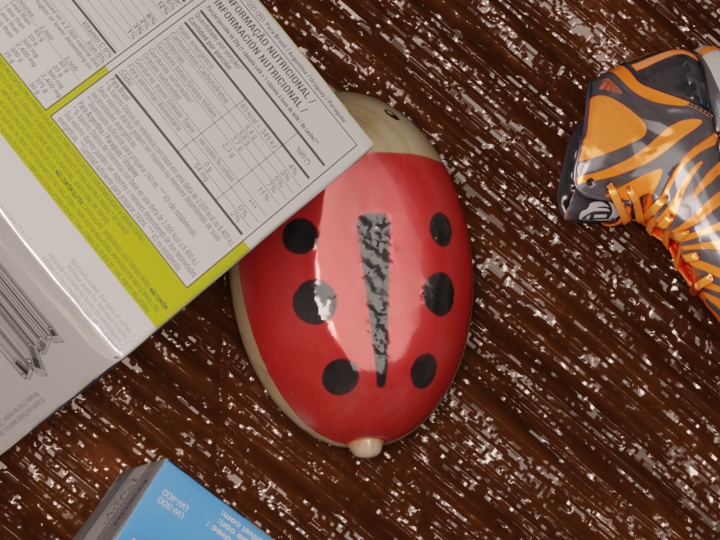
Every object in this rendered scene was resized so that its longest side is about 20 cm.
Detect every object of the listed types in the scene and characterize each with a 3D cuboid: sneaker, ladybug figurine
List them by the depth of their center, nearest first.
[{"bbox_3d":[0.000,0.000,1.527,0.136,0.072,0.200,-6,85,-15],"label":"ladybug figurine"},{"bbox_3d":[0.170,-0.021,1.580,0.112,0.078,0.200,-13,76,-11],"label":"sneaker"}]

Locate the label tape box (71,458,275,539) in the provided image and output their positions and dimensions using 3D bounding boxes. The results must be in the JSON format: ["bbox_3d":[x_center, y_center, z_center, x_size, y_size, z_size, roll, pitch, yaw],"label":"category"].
[{"bbox_3d":[-0.064,0.160,1.426,0.143,0.200,0.066,38,74,-7],"label":"label tape box"}]

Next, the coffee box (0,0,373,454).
[{"bbox_3d":[-0.156,-0.054,1.402,0.200,0.200,0.198,51,54,-4],"label":"coffee box"}]
